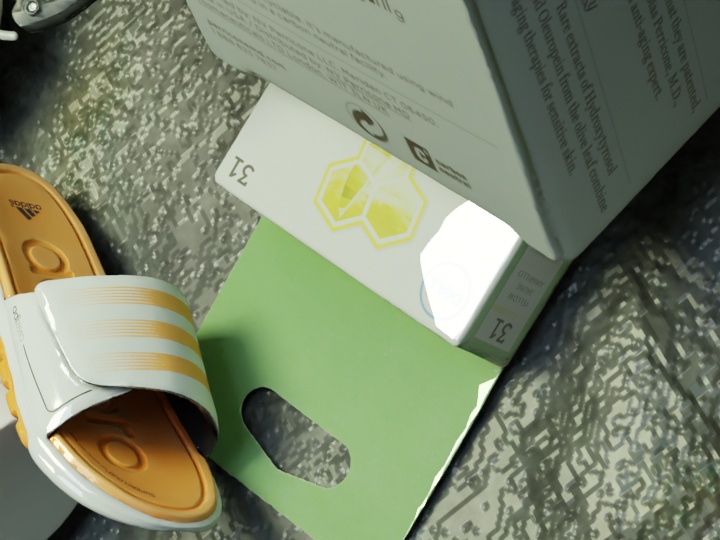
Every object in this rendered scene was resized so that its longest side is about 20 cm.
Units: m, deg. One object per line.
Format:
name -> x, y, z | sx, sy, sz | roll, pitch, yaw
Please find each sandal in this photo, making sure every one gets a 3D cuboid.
sandal -> -0.109, 0.015, 1.132 | 0.059, 0.079, 0.207 | -54, 48, 30

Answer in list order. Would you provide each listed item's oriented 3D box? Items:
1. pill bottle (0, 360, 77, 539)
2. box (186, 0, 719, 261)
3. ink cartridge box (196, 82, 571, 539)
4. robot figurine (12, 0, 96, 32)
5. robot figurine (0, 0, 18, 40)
pill bottle -> -0.201, 0.035, 1.192 | 0.200, 0.109, 0.109 | 41, 100, 34
box -> 0.037, -0.155, 1.004 | 0.199, 0.200, 0.171 | 32, 69, 36
ink cartridge box -> 0.000, 0.000, 1.107 | 0.145, 0.048, 0.201 | 34, 94, 35
robot figurine -> -0.111, -0.189, 1.097 | 0.145, 0.058, 0.201 | 35, 92, 17
robot figurine -> -0.241, -0.130, 1.233 | 0.199, 0.170, 0.113 | 28, 72, 1
